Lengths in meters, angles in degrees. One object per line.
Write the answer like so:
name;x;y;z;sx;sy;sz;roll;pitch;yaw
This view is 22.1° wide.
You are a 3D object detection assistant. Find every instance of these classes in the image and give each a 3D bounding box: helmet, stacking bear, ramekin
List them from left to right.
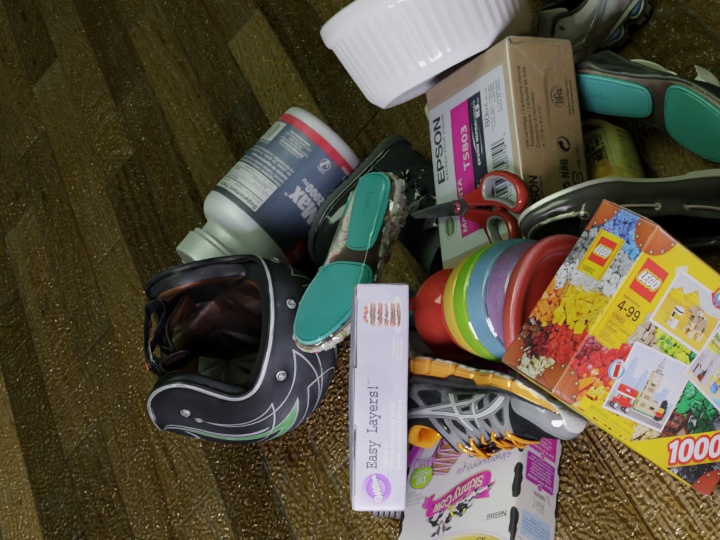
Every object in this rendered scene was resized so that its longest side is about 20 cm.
helmet;-0.116;0.079;1.844;0.189;0.201;0.201;-6;49;3
ramekin;0.069;-0.229;1.728;0.201;0.095;0.202;-27;1;0
stacking bear;0.117;0.033;1.577;0.200;0.121;0.115;-8;85;58

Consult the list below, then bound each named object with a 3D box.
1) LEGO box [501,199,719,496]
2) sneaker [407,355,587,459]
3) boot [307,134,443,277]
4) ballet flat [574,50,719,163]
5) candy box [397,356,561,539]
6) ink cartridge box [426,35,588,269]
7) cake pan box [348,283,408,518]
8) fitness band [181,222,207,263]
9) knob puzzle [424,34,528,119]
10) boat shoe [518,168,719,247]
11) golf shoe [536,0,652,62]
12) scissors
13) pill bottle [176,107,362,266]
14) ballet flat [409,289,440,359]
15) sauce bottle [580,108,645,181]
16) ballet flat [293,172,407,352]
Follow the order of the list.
LEGO box;0.230;0.062;1.434;0.149;0.200;0.077;-57;34;0
sneaker;0.111;0.124;1.547;0.199;0.078;0.078;7;81;52
boot;0.042;-0.035;1.866;0.165;0.065;0.200;-55;39;6
ballet flat;0.279;-0.156;1.646;0.199;0.068;0.068;27;49;30
candy box;0.106;0.174;1.616;0.136;0.061;0.201;-22;48;38
ink cartridge box;0.134;-0.094;1.688;0.165;0.075;0.202;-28;65;60
cake pan box;0.014;0.115;1.608;0.184;0.052;0.202;83;-172;-84
fitness band;-0.137;-0.019;2.084;0.200;0.037;0.144;-54;35;6
knob puzzle;0.115;-0.174;1.835;0.219;0.030;0.221;-173;90;-66
boat shoe;0.235;-0.042;1.557;0.198;0.067;0.057;-9;57;-2
golf shoe;0.190;-0.215;1.793;0.201;0.097;0.078;-58;37;1
scissors;0.097;-0.064;1.668;0.200;0.014;0.074;-154;63;-62
pill bottle;-0.097;-0.064;1.966;0.200;0.120;0.119;-48;34;-10
ballet flat;0.051;0.061;1.762;0.075;0.064;0.200;-29;15;-12
sauce bottle;0.222;-0.106;1.697;0.066;0.066;0.201;-38;38;24
ballet flat;0.000;0.000;1.765;0.075;0.064;0.201;13;67;31
